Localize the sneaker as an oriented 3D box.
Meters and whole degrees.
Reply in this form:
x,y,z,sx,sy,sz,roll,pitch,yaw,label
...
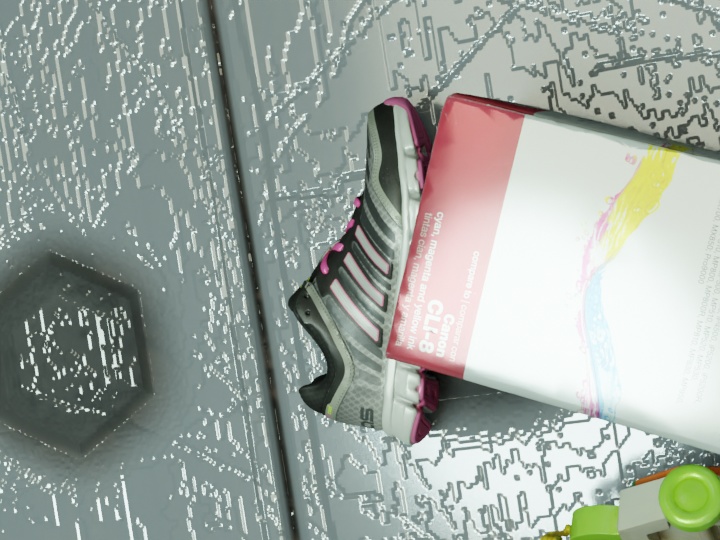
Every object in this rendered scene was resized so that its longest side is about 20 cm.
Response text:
x,y,z,sx,sy,sz,roll,pitch,yaw,label
0.000,0.000,0.969,0.087,0.074,0.200,2,99,12,sneaker

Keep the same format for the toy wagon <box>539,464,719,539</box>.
x,y,z,sx,sy,sz,roll,pitch,yaw,label
0.192,0.136,0.875,0.200,0.155,0.040,1,66,19,toy wagon

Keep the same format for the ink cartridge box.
x,y,z,sx,sy,sz,roll,pitch,yaw,label
0.140,0.000,0.885,0.200,0.145,0.145,15,97,18,ink cartridge box
